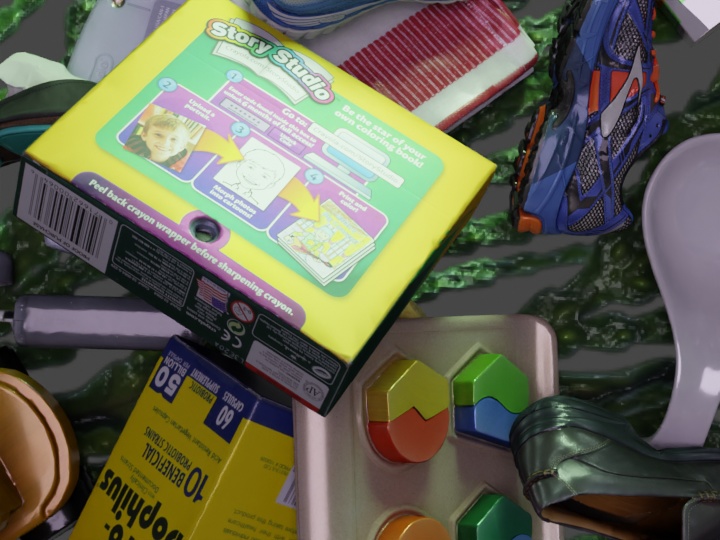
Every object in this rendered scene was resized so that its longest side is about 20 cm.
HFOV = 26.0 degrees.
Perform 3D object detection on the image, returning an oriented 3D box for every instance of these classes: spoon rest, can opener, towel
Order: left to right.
[{"bbox_3d":[-0.192,0.014,0.961,0.199,0.053,0.067,1,89,3],"label":"can opener"},{"bbox_3d":[-0.001,-0.168,0.945,0.144,0.023,0.200,-36,86,-17],"label":"towel"},{"bbox_3d":[0.206,0.018,0.927,0.099,0.061,0.201,11,91,-4],"label":"spoon rest"}]

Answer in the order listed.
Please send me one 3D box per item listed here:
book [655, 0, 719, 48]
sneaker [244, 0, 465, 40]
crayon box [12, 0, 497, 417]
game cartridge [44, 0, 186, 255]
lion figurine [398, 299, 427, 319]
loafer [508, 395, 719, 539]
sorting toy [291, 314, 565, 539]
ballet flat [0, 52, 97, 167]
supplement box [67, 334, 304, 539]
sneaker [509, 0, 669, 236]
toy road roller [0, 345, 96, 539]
[{"bbox_3d":[0.194,-0.255,0.946,0.133,0.048,0.200,-36,85,5],"label":"book"},{"bbox_3d":[0.031,-0.195,0.900,0.200,0.089,0.079,-25,84,-18],"label":"sneaker"},{"bbox_3d":[-0.054,-0.044,0.842,0.200,0.058,0.173,33,50,7],"label":"crayon box"},{"bbox_3d":[-0.120,-0.096,0.968,0.133,0.040,0.200,18,90,1],"label":"game cartridge"},{"bbox_3d":[0.000,0.000,0.936,0.122,0.072,0.201,5,80,-32],"label":"lion figurine"},{"bbox_3d":[0.177,0.141,0.901,0.200,0.072,0.073,18,130,-12],"label":"loafer"},{"bbox_3d":[0.049,0.119,0.892,0.036,0.200,0.186,-4,88,48],"label":"sorting toy"},{"bbox_3d":[-0.214,-0.091,0.932,0.199,0.068,0.069,-12,75,16],"label":"ballet flat"},{"bbox_3d":[-0.090,0.158,0.901,0.109,0.109,0.200,26,90,-38],"label":"supplement box"},{"bbox_3d":[0.151,-0.112,0.932,0.078,0.075,0.200,15,106,-7],"label":"sneaker"},{"bbox_3d":[-0.260,0.136,0.916,0.200,0.146,0.123,-33,86,3],"label":"toy road roller"}]
